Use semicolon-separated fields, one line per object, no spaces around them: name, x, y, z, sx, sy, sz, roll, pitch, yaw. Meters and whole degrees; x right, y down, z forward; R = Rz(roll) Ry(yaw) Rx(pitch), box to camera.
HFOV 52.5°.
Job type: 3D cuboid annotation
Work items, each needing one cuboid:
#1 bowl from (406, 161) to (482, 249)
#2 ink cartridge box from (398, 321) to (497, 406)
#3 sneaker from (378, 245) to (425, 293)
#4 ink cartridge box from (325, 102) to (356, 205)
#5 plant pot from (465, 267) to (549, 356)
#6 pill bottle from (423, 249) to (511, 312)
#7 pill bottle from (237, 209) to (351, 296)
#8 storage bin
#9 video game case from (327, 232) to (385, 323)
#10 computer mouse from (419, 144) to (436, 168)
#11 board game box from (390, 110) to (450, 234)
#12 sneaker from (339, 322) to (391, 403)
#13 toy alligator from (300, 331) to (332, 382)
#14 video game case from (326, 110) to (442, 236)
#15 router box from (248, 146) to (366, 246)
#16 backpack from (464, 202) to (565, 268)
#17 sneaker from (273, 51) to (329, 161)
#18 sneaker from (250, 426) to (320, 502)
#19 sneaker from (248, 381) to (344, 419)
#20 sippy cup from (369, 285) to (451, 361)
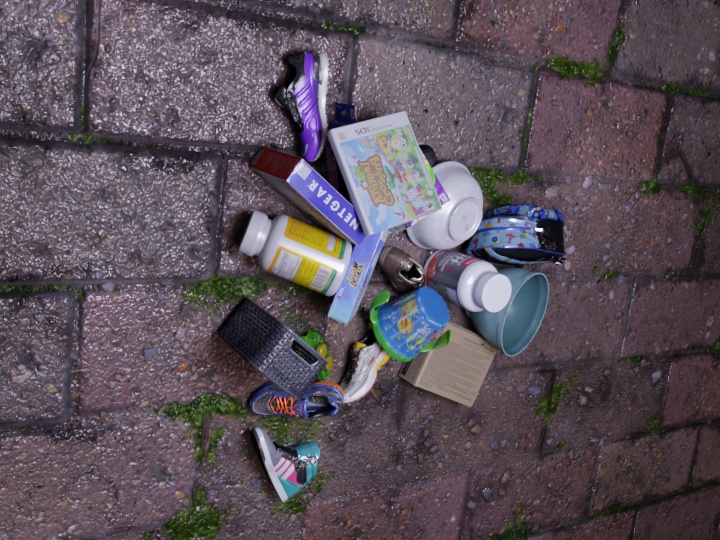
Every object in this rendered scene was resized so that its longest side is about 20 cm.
bowl;0.198;-0.124;1.567;0.199;0.090;0.203;-20;126;-30
ink cartridge box;0.207;0.209;1.705;0.199;0.075;0.166;26;89;-34
sneaker;0.105;0.014;1.550;0.071;0.075;0.200;-58;147;-3
ink cartridge box;-0.034;-0.220;1.416;0.037;0.095;0.203;-11;110;-24
plant pot;0.327;0.079;1.689;0.199;0.133;0.203;-29;130;-40
pill bottle;0.233;0.025;1.591;0.109;0.199;0.112;-9;108;-30
pill bottle;-0.125;-0.037;1.379;0.198;0.113;0.114;22;93;-12
storage bin;-0.167;0.146;1.377;0.094;0.199;0.135;-51;123;-8
video game case;0.000;0.000;1.459;0.045;0.181;0.202;22;92;5
computer mouse;0.091;-0.181;1.535;0.198;0.046;0.142;-17;111;-27
board game box;0.070;-0.190;1.439;0.104;0.103;0.201;-33;93;-19
sneaker;-0.001;0.197;1.580;0.082;0.077;0.201;44;70;-29
toy alligator;-0.085;0.186;1.533;0.201;0.059;0.055;69;31;-44
video game case;0.048;-0.182;1.344;0.181;0.022;0.202;-21;90;-33
router box;-0.093;-0.138;1.354;0.200;0.179;0.049;41;83;-34
backpack;0.337;-0.078;1.641;0.198;0.182;0.137;4;84;-28
sneaker;-0.116;-0.306;1.363;0.098;0.069;0.203;-3;102;-24
sneaker;-0.148;0.385;1.528;0.120;0.084;0.202;-28;125;-17
sneaker;-0.129;0.267;1.489;0.197;0.078;0.076;-4;104;-6
sippy cup;0.114;0.104;1.549;0.177;0.130;0.141;-4;63;-50
